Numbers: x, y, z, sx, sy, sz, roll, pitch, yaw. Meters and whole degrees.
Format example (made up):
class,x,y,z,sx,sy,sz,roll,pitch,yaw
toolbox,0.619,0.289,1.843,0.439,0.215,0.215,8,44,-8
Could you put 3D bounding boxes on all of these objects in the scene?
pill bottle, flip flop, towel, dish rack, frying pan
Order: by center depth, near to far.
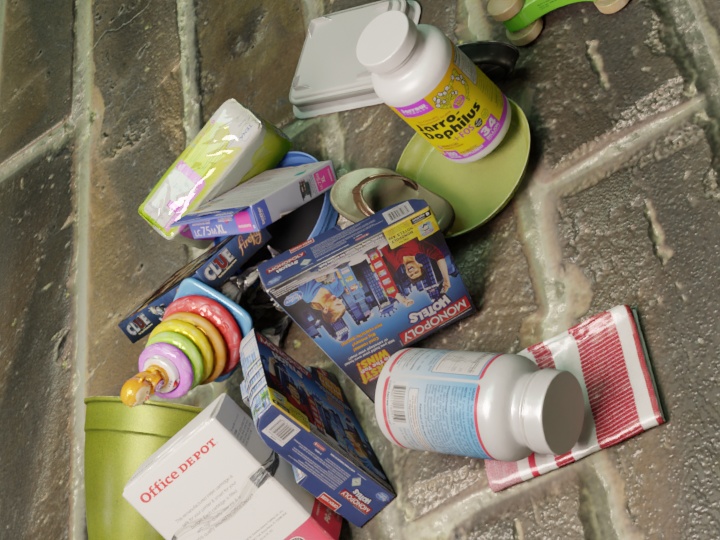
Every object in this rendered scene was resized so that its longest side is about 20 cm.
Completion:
class,x,y,z,sx,sy,sz,roll,pitch,yaw
pill bottle,0.121,0.137,1.300,0.200,0.109,0.109,2,65,40
towel,0.208,0.132,1.323,0.200,0.023,0.144,-28,49,26
pill bottle,0.083,-0.214,1.479,0.104,0.200,0.105,-23,50,31
flip flop,0.032,-0.086,1.548,0.200,0.058,0.081,28,84,48
frying pan,0.110,-0.241,1.588,0.190,0.115,0.031,-18,71,34
dish rack,-0.017,-0.305,1.790,0.200,0.044,0.172,-4,61,39

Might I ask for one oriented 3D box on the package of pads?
class,x,y,z,sx,sy,sz,roll,pitch,yaw
package of pads,-0.191,-0.124,1.686,0.068,0.154,0.200,41,94,13

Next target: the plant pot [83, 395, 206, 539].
class,x,y,z,sx,sy,sz,roll,pitch,yaw
plant pot,-0.249,0.265,1.541,0.200,0.200,0.194,-4,73,40

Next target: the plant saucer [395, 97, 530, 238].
class,x,y,z,sx,sy,sz,roll,pitch,yaw
plant saucer,0.127,-0.122,1.552,0.200,0.031,0.201,-22,52,31

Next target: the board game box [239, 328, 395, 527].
class,x,y,z,sx,sy,sz,roll,pitch,yaw
board game box,-0.066,0.164,1.452,0.062,0.200,0.200,-42,29,11

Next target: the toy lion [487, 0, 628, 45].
class,x,y,z,sx,sy,sz,roll,pitch,yaw
toy lion,0.265,-0.393,1.587,0.200,0.069,0.192,-16,48,35

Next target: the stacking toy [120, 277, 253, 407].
class,x,y,z,sx,sy,sz,roll,pitch,yaw
stacking toy,-0.217,0.105,1.479,0.116,0.110,0.200,-62,-8,29

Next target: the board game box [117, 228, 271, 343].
class,x,y,z,sx,sy,sz,roll,pitch,yaw
board game box,-0.216,0.014,1.654,0.200,0.035,0.136,-30,12,44

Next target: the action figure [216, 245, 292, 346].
class,x,y,z,sx,sy,sz,roll,pitch,yaw
action figure,-0.131,0.048,1.614,0.200,0.119,0.102,-26,19,36

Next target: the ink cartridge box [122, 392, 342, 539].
class,x,y,z,sx,sy,sz,roll,pitch,yaw
ink cartridge box,-0.140,0.259,1.414,0.145,0.200,0.084,-41,9,14

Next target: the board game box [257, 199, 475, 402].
class,x,y,z,sx,sy,sz,roll,pitch,yaw
board game box,0.017,0.041,1.443,0.200,0.200,0.062,-26,31,-1

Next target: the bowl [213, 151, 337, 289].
class,x,y,z,sx,sy,sz,roll,pitch,yaw
bowl,-0.113,-0.065,1.723,0.200,0.039,0.201,-22,51,30

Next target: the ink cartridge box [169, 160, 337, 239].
class,x,y,z,sx,sy,sz,roll,pitch,yaw
ink cartridge box,-0.132,-0.085,1.610,0.119,0.042,0.200,-5,18,40
